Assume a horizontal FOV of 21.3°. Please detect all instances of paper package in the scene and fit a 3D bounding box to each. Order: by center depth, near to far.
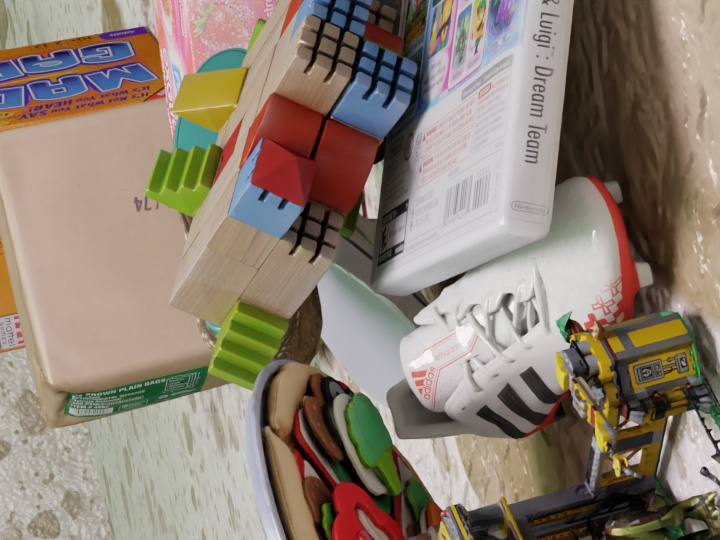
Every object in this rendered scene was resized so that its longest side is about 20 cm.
[{"bbox_3d":[-0.136,-0.012,1.294,0.104,0.198,0.192,113,142,-66],"label":"paper package"}]

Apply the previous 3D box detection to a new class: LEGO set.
[{"bbox_3d":[0.087,0.122,0.700,0.154,0.115,0.201,97,156,-55],"label":"LEGO set"}]

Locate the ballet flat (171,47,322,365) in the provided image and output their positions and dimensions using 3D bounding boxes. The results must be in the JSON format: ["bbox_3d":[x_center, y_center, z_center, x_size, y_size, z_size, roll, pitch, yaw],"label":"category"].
[{"bbox_3d":[-0.055,-0.024,0.953,0.065,0.070,0.201,56,-158,-45],"label":"ballet flat"}]

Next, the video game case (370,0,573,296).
[{"bbox_3d":[0.046,-0.091,0.783,0.200,0.023,0.184,152,126,-75],"label":"video game case"}]

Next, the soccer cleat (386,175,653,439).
[{"bbox_3d":[0.061,0.025,0.797,0.200,0.084,0.069,112,144,-65],"label":"soccer cleat"}]

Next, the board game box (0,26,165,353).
[{"bbox_3d":[-0.253,-0.077,1.682,0.200,0.198,0.202,-129,30,-61],"label":"board game box"}]

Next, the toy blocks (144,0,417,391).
[{"bbox_3d":[-0.022,-0.068,0.841,0.137,0.099,0.201,-51,21,51],"label":"toy blocks"}]

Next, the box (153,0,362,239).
[{"bbox_3d":[-0.062,-0.104,1.149,0.103,0.094,0.202,-137,38,-64],"label":"box"}]

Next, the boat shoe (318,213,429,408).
[{"bbox_3d":[0.000,0.000,1.021,0.200,0.070,0.071,40,141,20],"label":"boat shoe"}]

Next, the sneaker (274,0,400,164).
[{"bbox_3d":[-0.013,-0.141,0.986,0.098,0.070,0.202,-126,27,-59],"label":"sneaker"}]

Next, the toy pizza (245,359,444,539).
[{"bbox_3d":[0.017,0.123,0.806,0.201,0.032,0.201,54,-164,-24],"label":"toy pizza"}]
